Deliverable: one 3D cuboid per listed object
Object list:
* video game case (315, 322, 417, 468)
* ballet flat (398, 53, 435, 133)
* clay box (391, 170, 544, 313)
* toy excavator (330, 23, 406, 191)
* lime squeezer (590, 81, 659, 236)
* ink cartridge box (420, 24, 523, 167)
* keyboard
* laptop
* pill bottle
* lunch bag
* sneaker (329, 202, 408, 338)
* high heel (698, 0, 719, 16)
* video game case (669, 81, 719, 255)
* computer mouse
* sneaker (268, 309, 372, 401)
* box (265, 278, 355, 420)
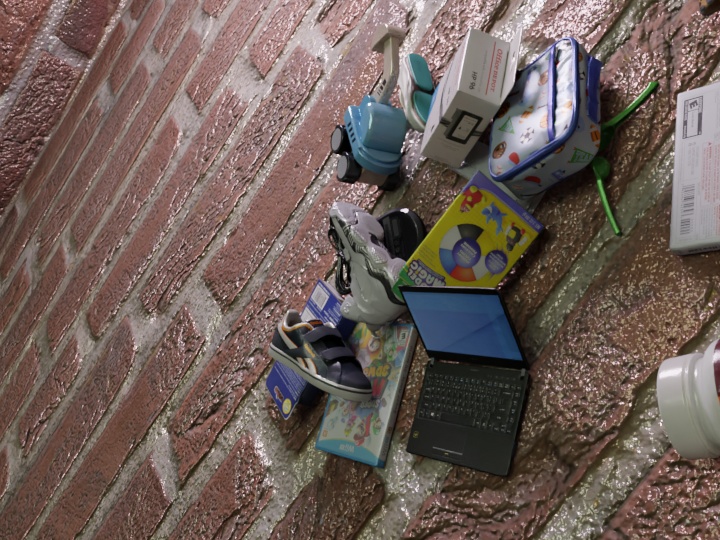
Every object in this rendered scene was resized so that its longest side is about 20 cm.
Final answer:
[{"bbox_3d":[0.008,0.175,1.183,0.141,0.018,0.205,1,71,49],"label":"video game case"},{"bbox_3d":[0.094,-0.271,1.306,0.069,0.069,0.203,-37,41,29],"label":"ballet flat"},{"bbox_3d":[0.137,-0.016,1.063,0.114,0.048,0.201,39,100,7],"label":"clay box"},{"bbox_3d":[0.033,-0.259,1.284,0.201,0.098,0.198,-55,37,41],"label":"toy excavator"},{"bbox_3d":[0.314,-0.141,1.002,0.069,0.038,0.204,14,77,19],"label":"lime squeezer"},{"bbox_3d":[0.154,-0.252,1.132,0.201,0.066,0.118,122,163,-61],"label":"ink cartridge box"},{"bbox_3d":[0.195,-0.140,1.152,0.057,0.011,0.200,-54,39,4],"label":"keyboard"},{"bbox_3d":[0.114,0.134,1.015,0.175,0.102,0.205,0,70,49],"label":"laptop"},{"bbox_3d":[0.377,0.107,0.716,0.198,0.113,0.117,-22,54,40],"label":"pill bottle"},{"bbox_3d":[0.243,-0.204,1.049,0.159,0.075,0.204,-34,37,45],"label":"lunch bag"},{"bbox_3d":[0.000,0.000,1.181,0.201,0.074,0.116,51,123,24],"label":"sneaker"},{"bbox_3d":[0.477,-0.334,0.894,0.145,0.070,0.200,-61,35,14],"label":"high heel"},{"bbox_3d":[0.426,-0.124,0.864,0.180,0.022,0.205,-11,61,46],"label":"video game case"},{"bbox_3d":[0.035,-0.043,1.237,0.197,0.052,0.142,-11,82,45],"label":"computer mouse"},{"bbox_3d":[-0.057,0.121,1.181,0.197,0.078,0.081,24,100,35],"label":"sneaker"},{"bbox_3d":[-0.081,0.128,1.288,0.203,0.032,0.121,-61,32,9],"label":"box"}]
